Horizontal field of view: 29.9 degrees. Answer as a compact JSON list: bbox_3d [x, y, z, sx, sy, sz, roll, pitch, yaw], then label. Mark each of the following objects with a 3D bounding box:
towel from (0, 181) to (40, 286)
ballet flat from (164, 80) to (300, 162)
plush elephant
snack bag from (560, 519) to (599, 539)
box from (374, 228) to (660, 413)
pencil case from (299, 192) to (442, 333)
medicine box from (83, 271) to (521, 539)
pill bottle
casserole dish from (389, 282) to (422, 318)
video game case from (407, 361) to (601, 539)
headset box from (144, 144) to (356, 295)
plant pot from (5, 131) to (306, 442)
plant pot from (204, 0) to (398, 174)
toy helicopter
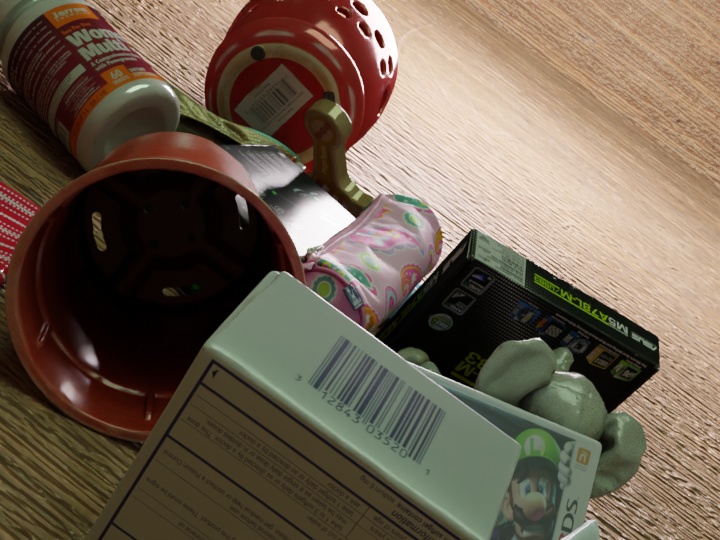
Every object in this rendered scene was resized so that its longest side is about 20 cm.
[{"bbox_3d":[-0.316,-0.042,1.008,0.144,0.023,0.200,34,21,-6],"label":"towel"},{"bbox_3d":[-0.154,-0.126,1.393,0.199,0.071,0.066,26,50,-16],"label":"ballet flat"},{"bbox_3d":[0.128,0.121,1.076,0.165,0.155,0.200,48,14,-20],"label":"plush elephant"},{"bbox_3d":[0.099,0.263,0.799,0.021,0.190,0.200,1,6,33],"label":"snack bag"},{"bbox_3d":[0.123,0.080,1.167,0.199,0.193,0.048,30,37,-14],"label":"box"},{"bbox_3d":[0.000,0.000,1.089,0.087,0.088,0.200,38,30,8],"label":"pencil case"},{"bbox_3d":[-0.039,0.139,0.782,0.182,0.200,0.103,35,31,1],"label":"medicine box"},{"bbox_3d":[-0.266,-0.185,1.262,0.200,0.110,0.109,46,24,25],"label":"pill bottle"},{"bbox_3d":[0.088,0.062,1.314,0.121,0.039,0.200,28,11,-25],"label":"casserole dish"},{"bbox_3d":[0.072,0.177,0.944,0.199,0.183,0.023,24,-17,-26],"label":"video game case"},{"bbox_3d":[-0.086,-0.028,1.220,0.174,0.093,0.200,42,22,18],"label":"headset box"},{"bbox_3d":[-0.143,-0.007,0.985,0.200,0.201,0.195,29,13,-14],"label":"plant pot"},{"bbox_3d":[-0.067,-0.209,1.498,0.200,0.201,0.183,32,29,-7],"label":"plant pot"},{"bbox_3d":[-0.036,-0.094,1.336,0.132,0.201,0.079,29,57,23],"label":"toy helicopter"}]
